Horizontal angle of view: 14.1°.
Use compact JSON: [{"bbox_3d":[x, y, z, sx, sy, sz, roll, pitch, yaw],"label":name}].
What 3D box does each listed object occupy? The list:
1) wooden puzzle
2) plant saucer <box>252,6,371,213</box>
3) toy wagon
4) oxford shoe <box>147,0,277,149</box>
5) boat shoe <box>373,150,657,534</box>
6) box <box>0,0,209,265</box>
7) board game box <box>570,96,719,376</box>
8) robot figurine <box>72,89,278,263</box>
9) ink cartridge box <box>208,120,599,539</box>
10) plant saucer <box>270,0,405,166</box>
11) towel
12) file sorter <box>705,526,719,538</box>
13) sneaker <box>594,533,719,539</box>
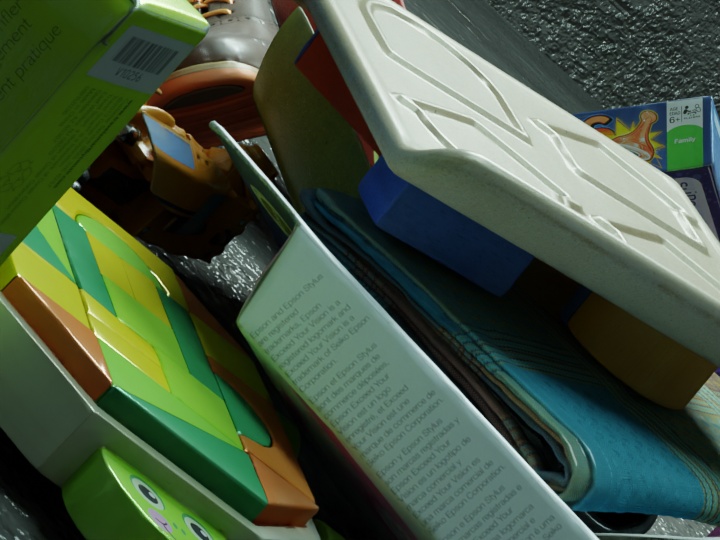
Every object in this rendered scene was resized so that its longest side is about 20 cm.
[{"bbox_3d":[0.056,-0.022,0.972,0.185,0.046,0.200,30,13,-27],"label":"wooden puzzle"},{"bbox_3d":[0.000,0.000,1.092,0.200,0.031,0.200,158,-90,-89],"label":"plant saucer"},{"bbox_3d":[-0.065,0.039,0.798,0.155,0.040,0.200,40,10,-28],"label":"toy wagon"},{"bbox_3d":[-0.066,-0.090,1.211,0.200,0.071,0.073,-90,168,-89],"label":"oxford shoe"},{"bbox_3d":[0.064,0.022,1.098,0.066,0.074,0.200,-104,173,-63],"label":"boat shoe"},{"bbox_3d":[-0.146,-0.087,0.738,0.200,0.122,0.048,48,14,19],"label":"box"},{"bbox_3d":[0.097,0.008,1.199,0.200,0.135,0.035,64,24,-53],"label":"board game box"},{"bbox_3d":[-0.113,-0.072,1.014,0.145,0.058,0.200,51,10,28],"label":"robot figurine"},{"bbox_3d":[0.021,0.068,0.901,0.200,0.043,0.196,46,-7,22],"label":"ink cartridge box"},{"bbox_3d":[0.012,-0.053,1.346,0.200,0.037,0.200,6,67,-80],"label":"plant saucer"},{"bbox_3d":[0.077,0.037,0.966,0.147,0.022,0.200,46,17,32],"label":"towel"},{"bbox_3d":[0.196,0.151,1.182,0.200,0.125,0.139,50,11,30],"label":"file sorter"},{"bbox_3d":[0.115,0.151,1.029,0.074,0.116,0.200,2,-2,-29],"label":"sneaker"}]
